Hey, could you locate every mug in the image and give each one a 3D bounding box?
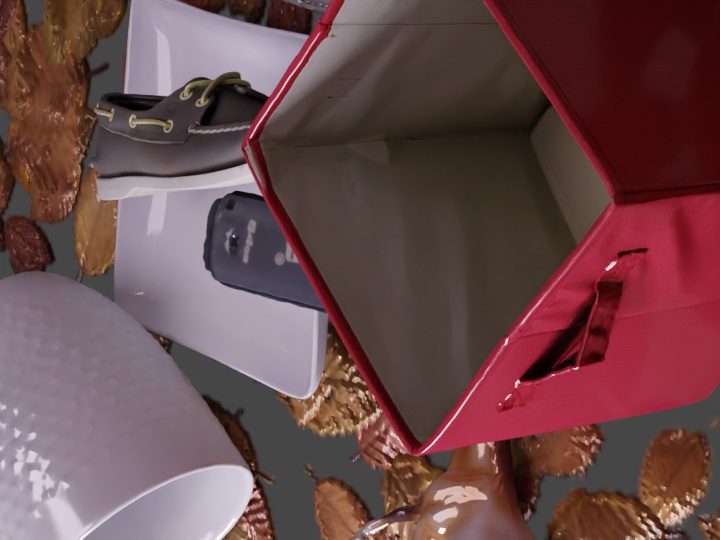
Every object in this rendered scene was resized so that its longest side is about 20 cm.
[{"bbox_3d":[-0.178,0.110,1.356,0.175,0.148,0.200,53,139,23],"label":"mug"}]

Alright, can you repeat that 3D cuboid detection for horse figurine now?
[{"bbox_3d":[0.056,0.157,1.146,0.133,0.050,0.200,-44,51,26],"label":"horse figurine"}]

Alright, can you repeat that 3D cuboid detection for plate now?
[{"bbox_3d":[-0.071,-0.047,1.301,0.200,0.032,0.200,20,110,48],"label":"plate"}]

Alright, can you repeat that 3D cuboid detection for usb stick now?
[{"bbox_3d":[0.000,0.000,1.185,0.200,0.033,0.055,14,107,36],"label":"usb stick"}]

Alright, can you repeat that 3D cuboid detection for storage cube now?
[{"bbox_3d":[0.088,-0.046,0.980,0.200,0.180,0.171,59,136,27],"label":"storage cube"}]

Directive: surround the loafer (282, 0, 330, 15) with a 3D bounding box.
[{"bbox_3d":[-0.038,-0.171,1.211,0.200,0.070,0.070,25,114,47],"label":"loafer"}]

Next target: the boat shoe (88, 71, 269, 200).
[{"bbox_3d":[-0.086,-0.074,1.234,0.202,0.072,0.060,-3,97,55],"label":"boat shoe"}]
